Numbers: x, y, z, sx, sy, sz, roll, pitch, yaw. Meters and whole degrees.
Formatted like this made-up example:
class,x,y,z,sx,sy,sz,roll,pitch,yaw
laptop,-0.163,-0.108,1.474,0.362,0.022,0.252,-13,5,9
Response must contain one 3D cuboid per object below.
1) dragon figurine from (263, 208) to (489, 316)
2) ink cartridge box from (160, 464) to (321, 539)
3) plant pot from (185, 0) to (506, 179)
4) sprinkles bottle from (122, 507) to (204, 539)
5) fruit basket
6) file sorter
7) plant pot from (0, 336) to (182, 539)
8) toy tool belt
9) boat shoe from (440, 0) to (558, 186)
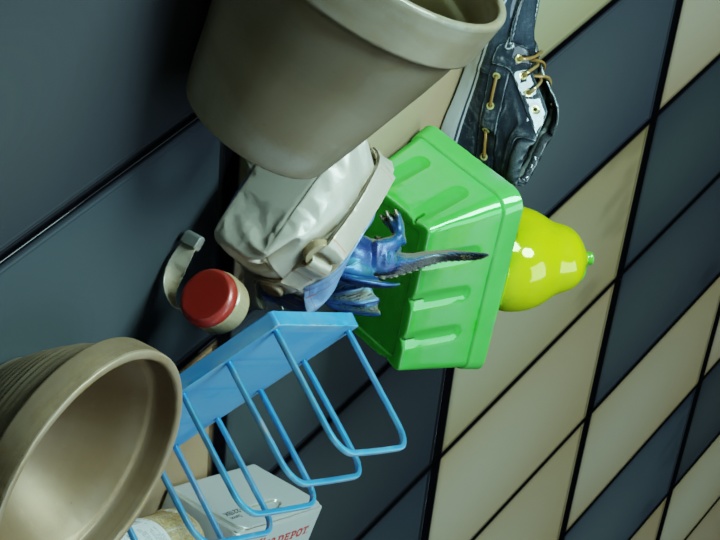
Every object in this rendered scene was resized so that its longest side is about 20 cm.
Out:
class,x,y,z,sx,sy,sz,roll,pitch,yaw
dragon figurine,0.000,0.000,1.692,0.059,0.200,0.099,121,-17,-54
ink cartridge box,-0.132,0.282,1.806,0.144,0.084,0.200,-8,124,-61
plant pot,-0.028,-0.165,1.420,0.174,0.200,0.200,-54,162,26
sprinkles bottle,-0.201,0.238,1.636,0.200,0.068,0.068,-8,124,-62
fruit basket,0.099,-0.017,1.847,0.216,0.156,0.216,-29,141,-27
file sorter,-0.085,0.133,1.581,0.200,0.123,0.139,-35,165,20
plant pot,-0.222,0.125,1.436,0.201,0.093,0.201,-44,152,-32
toy tool belt,-0.050,-0.021,1.584,0.200,0.125,0.123,-58,147,-9
boat shoe,0.145,-0.178,1.845,0.071,0.091,0.200,-24,137,-55
